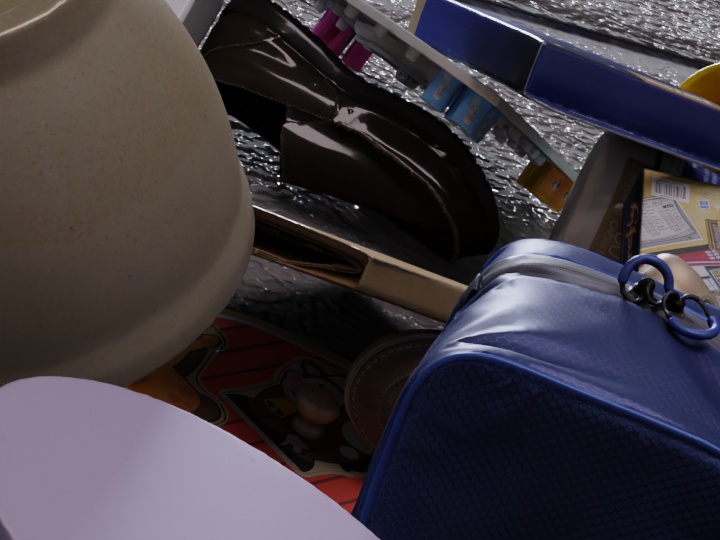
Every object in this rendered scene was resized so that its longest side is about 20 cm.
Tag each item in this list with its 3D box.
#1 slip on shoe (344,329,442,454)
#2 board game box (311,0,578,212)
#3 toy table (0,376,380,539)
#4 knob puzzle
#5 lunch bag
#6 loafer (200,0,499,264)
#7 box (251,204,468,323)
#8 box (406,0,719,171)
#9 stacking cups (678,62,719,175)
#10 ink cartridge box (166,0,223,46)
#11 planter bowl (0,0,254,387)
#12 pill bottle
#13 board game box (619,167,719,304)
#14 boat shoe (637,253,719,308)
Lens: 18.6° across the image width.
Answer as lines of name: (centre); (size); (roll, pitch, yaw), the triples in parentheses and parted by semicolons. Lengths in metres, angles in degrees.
slip on shoe: (0.078, 0.098, 0.917); (0.200, 0.076, 0.061); (39, 18, -1)
board game box: (0.022, -0.113, 1.226); (0.200, 0.026, 0.200); (37, 3, 23)
toy table: (-0.057, 0.139, 0.699); (0.183, 0.118, 0.200); (-9, 43, -48)
knob puzzle: (-0.048, 0.060, 0.943); (0.218, 0.031, 0.220); (19, 27, -10)
lunch bag: (0.072, 0.085, 0.809); (0.135, 0.201, 0.132); (24, 24, 5)
loafer: (-0.014, -0.062, 1.166); (0.200, 0.073, 0.071); (38, 65, 18)
box: (0.000, 0.000, 0.978); (0.163, 0.021, 0.200); (19, -1, 38)
box: (0.112, -0.096, 1.119); (0.121, 0.033, 0.200); (18, 10, -23)
stacking cups: (0.232, -0.028, 1.208); (0.200, 0.060, 0.061); (50, 6, -41)
ink cartridge box: (-0.178, -0.156, 1.113); (0.199, 0.084, 0.146); (25, 52, 1)
planter bowl: (-0.145, -0.059, 0.805); (0.199, 0.135, 0.201); (-3, 40, 3)
pill bottle: (0.193, 0.016, 1.132); (0.199, 0.111, 0.111); (25, 27, 1)
board game box: (0.220, 0.035, 1.038); (0.199, 0.035, 0.136); (12, 57, -5)
boat shoe: (0.168, 0.081, 0.948); (0.200, 0.065, 0.072); (52, -26, -22)
